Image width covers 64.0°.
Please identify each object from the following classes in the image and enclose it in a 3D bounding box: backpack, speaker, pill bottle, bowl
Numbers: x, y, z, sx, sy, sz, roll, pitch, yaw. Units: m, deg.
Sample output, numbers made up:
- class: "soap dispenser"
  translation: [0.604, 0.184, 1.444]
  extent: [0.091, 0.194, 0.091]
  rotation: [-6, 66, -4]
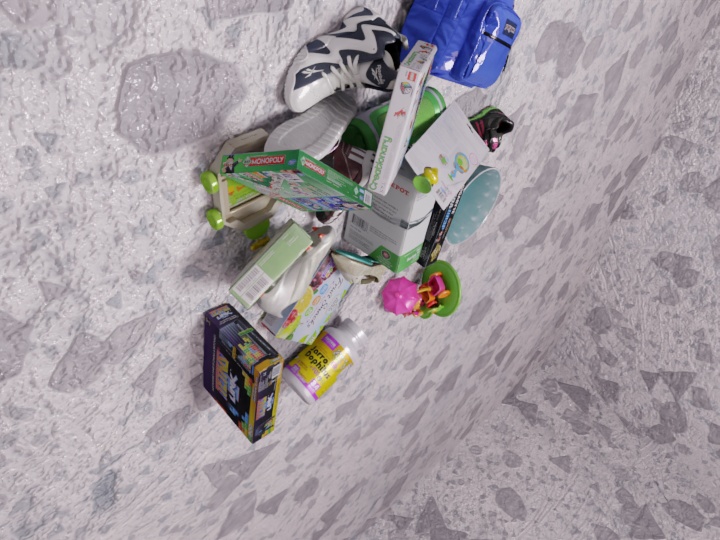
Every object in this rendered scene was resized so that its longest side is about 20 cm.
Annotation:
- class: "backpack"
  translation: [0.177, -0.413, 0.946]
  extent: [0.162, 0.167, 0.201]
  rotation: [-14, 130, -56]
- class: "speaker"
  translation: [0.062, -0.261, 1.028]
  extent: [0.199, 0.088, 0.089]
  rotation: [-33, 146, -30]
- class: "pill bottle"
  translation: [-0.077, 0.201, 1.314]
  extent: [0.200, 0.104, 0.105]
  rotation: [-43, 150, -17]
- class: "bowl"
  translation: [0.224, -0.170, 1.335]
  extent: [0.200, 0.105, 0.202]
  rotation: [-34, 146, -28]

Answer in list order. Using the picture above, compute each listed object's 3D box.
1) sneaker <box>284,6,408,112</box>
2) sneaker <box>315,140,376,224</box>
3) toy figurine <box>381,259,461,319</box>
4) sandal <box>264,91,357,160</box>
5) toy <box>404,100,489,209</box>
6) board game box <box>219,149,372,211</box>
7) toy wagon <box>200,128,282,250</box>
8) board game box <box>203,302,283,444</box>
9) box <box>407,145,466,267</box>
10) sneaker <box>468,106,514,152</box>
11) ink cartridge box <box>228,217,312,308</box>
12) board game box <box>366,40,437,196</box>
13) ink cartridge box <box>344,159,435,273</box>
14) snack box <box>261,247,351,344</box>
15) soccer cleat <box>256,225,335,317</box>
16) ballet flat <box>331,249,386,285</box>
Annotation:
- class: "sneaker"
  translation: [-0.010, -0.292, 0.845]
  extent: [0.199, 0.129, 0.080]
  rotation: [-43, 148, -16]
- class: "sneaker"
  translation: [-0.060, -0.163, 0.988]
  extent: [0.200, 0.115, 0.076]
  rotation: [-43, -154, 50]
- class: "toy figurine"
  translation: [0.128, 0.068, 1.476]
  extent: [0.183, 0.151, 0.200]
  rotation: [-7, 154, -34]
- class: "sandal"
  translation: [-0.068, -0.205, 0.884]
  extent: [0.203, 0.082, 0.050]
  rotation: [-48, 166, -35]
- class: "toy"
  translation: [0.147, -0.203, 1.031]
  extent: [0.047, 0.115, 0.200]
  rotation: [-23, -157, 48]
- class: "board game box"
  translation: [-0.086, -0.125, 0.840]
  extent: [0.200, 0.133, 0.029]
  rotation: [19, 76, -59]
- class: "toy wagon"
  translation: [-0.171, -0.118, 0.901]
  extent: [0.155, 0.039, 0.201]
  rotation: [-31, 145, -32]
- class: "board game box"
  translation: [-0.216, 0.186, 1.038]
  extent: [0.056, 0.165, 0.201]
  rotation: [-26, 142, -39]
- class: "box"
  translation: [0.111, -0.131, 1.163]
  extent: [0.046, 0.159, 0.201]
  rotation: [-23, 139, -44]
- class: "sneaker"
  translation: [0.267, -0.296, 1.278]
  extent: [0.200, 0.084, 0.077]
  rotation: [-40, 148, -21]
- class: "ink cartridge box"
  translation: [-0.148, -0.021, 0.959]
  extent: [0.146, 0.048, 0.200]
  rotation: [-46, -166, 0]
- class: "board game box"
  translation: [0.062, -0.230, 0.876]
  extent: [0.127, 0.034, 0.201]
  rotation: [-65, 173, -52]
- class: "ink cartridge box"
  translation: [0.058, -0.121, 1.111]
  extent: [0.083, 0.146, 0.201]
  rotation: [-30, 145, -41]
- class: "snack box"
  translation: [-0.096, 0.048, 1.171]
  extent: [0.201, 0.053, 0.142]
  rotation: [-57, 152, 4]
- class: "soccer cleat"
  translation: [-0.113, 0.000, 1.073]
  extent: [0.200, 0.069, 0.078]
  rotation: [-46, 124, 1]
- class: "ballet flat"
  translation: [0.000, 0.000, 1.144]
  extent: [0.199, 0.067, 0.063]
  rotation: [7, 106, -61]
